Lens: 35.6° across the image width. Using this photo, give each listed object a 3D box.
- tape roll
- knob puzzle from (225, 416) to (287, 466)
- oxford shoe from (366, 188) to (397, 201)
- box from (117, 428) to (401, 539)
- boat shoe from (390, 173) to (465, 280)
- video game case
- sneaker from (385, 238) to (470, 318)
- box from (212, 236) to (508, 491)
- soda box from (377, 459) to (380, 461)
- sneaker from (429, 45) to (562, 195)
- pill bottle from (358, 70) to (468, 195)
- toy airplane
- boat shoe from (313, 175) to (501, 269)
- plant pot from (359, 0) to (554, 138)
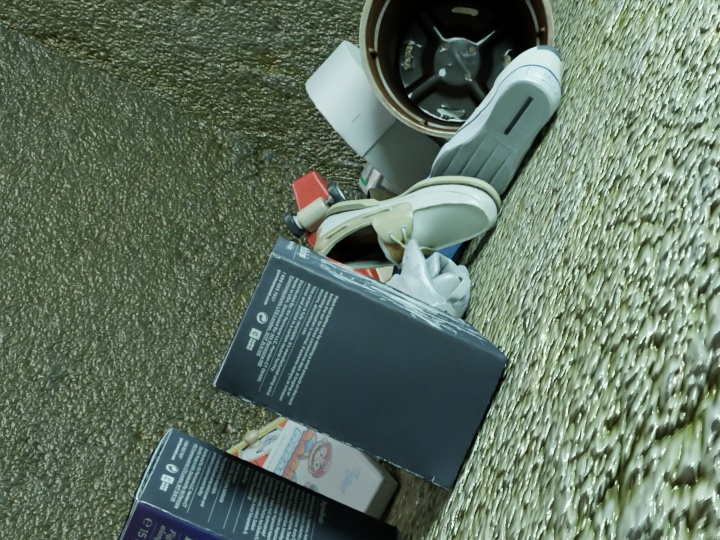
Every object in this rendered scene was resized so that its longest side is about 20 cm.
[{"bbox_3d":[0.028,-0.177,1.333,0.071,0.202,0.203,-44,10,14],"label":"tape roll"},{"bbox_3d":[-0.072,0.192,1.313,0.218,0.031,0.220,-26,15,7],"label":"knob puzzle"},{"bbox_3d":[0.005,-0.012,1.412,0.071,0.073,0.202,122,171,-63],"label":"oxford shoe"},{"bbox_3d":[-0.087,0.235,0.824,0.104,0.198,0.149,-77,11,-69],"label":"box"},{"bbox_3d":[0.063,-0.018,1.168,0.069,0.083,0.202,118,177,-78],"label":"boat shoe"},{"bbox_3d":[-0.059,0.237,1.039,0.201,0.024,0.182,-61,31,5],"label":"video game case"},{"bbox_3d":[0.039,0.029,1.052,0.116,0.075,0.200,-61,26,5],"label":"sneaker"},{"bbox_3d":[-0.003,0.061,0.853,0.200,0.181,0.105,-119,54,-84],"label":"box"},{"bbox_3d":[-0.027,0.200,1.122,0.202,0.068,0.064,-67,13,-7],"label":"soda box"},{"bbox_3d":[0.133,-0.130,1.054,0.200,0.073,0.071,-47,8,51],"label":"sneaker"},{"bbox_3d":[0.085,-0.188,1.607,0.113,0.112,0.201,-76,11,-68],"label":"pill bottle"},{"bbox_3d":[0.000,0.000,1.297,0.141,0.198,0.202,-8,-69,-79],"label":"toy airplane"},{"bbox_3d":[0.042,-0.035,1.082,0.198,0.075,0.069,-12,36,36],"label":"boat shoe"},{"bbox_3d":[0.105,-0.242,1.225,0.198,0.199,0.202,-38,-27,-83],"label":"plant pot"}]
